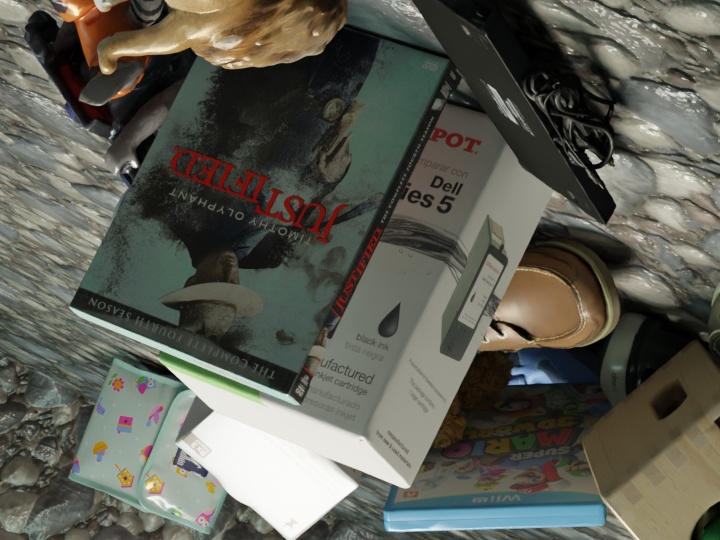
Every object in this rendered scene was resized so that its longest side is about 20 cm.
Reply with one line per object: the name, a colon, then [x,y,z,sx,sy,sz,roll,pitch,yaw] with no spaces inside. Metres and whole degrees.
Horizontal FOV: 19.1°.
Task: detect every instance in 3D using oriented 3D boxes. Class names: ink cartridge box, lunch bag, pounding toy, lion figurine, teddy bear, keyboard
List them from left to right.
lunch bag: [-0.240,0.221,2.664,0.199,0.172,0.122,19,174,26]
lion figurine: [-0.083,-0.160,1.018,0.121,0.073,0.200,-12,150,9]
ink cartridge box: [0.000,0.000,1.213,0.145,0.201,0.084,18,163,30]
teddy bear: [0.041,0.049,1.489,0.145,0.067,0.200,43,-151,9]
keyboard: [0.092,-0.090,1.074,0.104,0.040,0.200,40,175,35]
pounding toy: [0.250,0.145,1.277,0.184,0.142,0.200,48,-174,-6]

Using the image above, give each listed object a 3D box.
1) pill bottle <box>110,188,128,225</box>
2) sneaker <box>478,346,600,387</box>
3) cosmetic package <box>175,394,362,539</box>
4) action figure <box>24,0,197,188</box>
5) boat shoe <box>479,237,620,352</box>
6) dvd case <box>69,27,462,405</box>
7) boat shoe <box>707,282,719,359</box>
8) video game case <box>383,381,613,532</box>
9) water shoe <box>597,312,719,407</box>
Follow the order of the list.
pill bottle: [-0.120,-0.025,1.552,0.112,0.113,0.200,29,167,-16]
sneaker: [0.107,0.078,1.591,0.199,0.083,0.074,11,160,41]
cosmetic package: [-0.044,0.079,1.499,0.113,0.200,0.081,40,120,-15]
action figure: [-0.121,-0.108,1.238,0.201,0.104,0.194,54,180,14]
boat shoe: [0.093,0.025,1.371,0.200,0.068,0.072,-7,104,66]
dvd case: [-0.051,-0.043,1.139,0.145,0.201,0.022,21,167,25]
boat shoe: [0.241,0.041,1.215,0.072,0.061,0.202,26,169,-8]
video game case: [0.099,0.122,1.439,0.142,0.018,0.200,-3,-160,10]
water shoe: [0.221,0.096,1.459,0.078,0.072,0.200,16,165,30]
